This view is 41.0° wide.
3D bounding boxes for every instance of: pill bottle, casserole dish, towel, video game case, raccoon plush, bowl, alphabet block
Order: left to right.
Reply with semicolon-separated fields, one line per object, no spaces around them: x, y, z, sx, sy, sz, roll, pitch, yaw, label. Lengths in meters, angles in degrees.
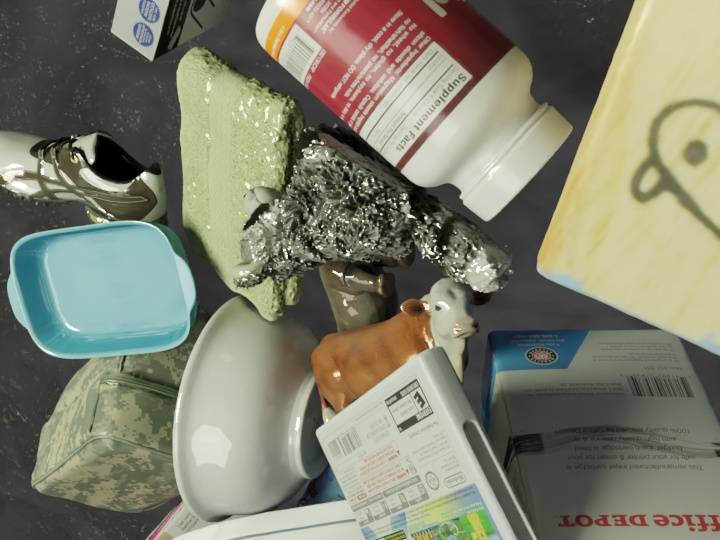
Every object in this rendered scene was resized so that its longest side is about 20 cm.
-0.226;0.014;0.863;0.200;0.039;0.121;-7;104;22;casserole dish
-0.100;-0.069;0.789;0.148;0.036;0.200;34;132;36;towel
-0.073;0.125;0.838;0.090;0.201;0.201;7;124;19;bowl
-0.009;-0.009;0.670;0.200;0.097;0.134;46;115;36;raccoon plush
0.038;-0.130;0.639;0.200;0.113;0.113;42;133;0;pill bottle
0.046;0.161;0.626;0.182;0.022;0.200;64;151;12;video game case
0.232;-0.082;0.493;0.195;0.196;0.200;24;131;14;alphabet block

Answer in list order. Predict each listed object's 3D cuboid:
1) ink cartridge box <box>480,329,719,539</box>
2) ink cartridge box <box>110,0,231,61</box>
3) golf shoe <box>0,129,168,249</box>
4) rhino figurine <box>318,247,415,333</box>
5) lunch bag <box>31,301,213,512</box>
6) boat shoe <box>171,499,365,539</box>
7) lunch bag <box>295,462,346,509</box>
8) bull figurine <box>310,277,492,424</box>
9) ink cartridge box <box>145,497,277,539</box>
0.167;0.134;0.652;0.145;0.200;0.084;1;126;-3;ink cartridge box
-0.109;-0.249;0.662;0.044;0.094;0.200;35;133;7;ink cartridge box
-0.263;-0.101;0.885;0.200;0.078;0.095;24;128;3;golf shoe
0.000;0.000;0.790;0.087;0.060;0.200;2;119;44;rhino figurine
-0.221;0.132;0.956;0.139;0.168;0.200;21;143;-29;lunch bag
-0.070;0.242;0.822;0.200;0.065;0.074;-14;160;12;boat shoe
0.068;0.204;0.881;0.200;0.094;0.151;33;131;-3;lunch bag
0.034;0.079;0.719;0.200;0.065;0.121;-21;76;52;bull figurine
-0.156;0.262;0.977;0.075;0.200;0.165;42;132;0;ink cartridge box
